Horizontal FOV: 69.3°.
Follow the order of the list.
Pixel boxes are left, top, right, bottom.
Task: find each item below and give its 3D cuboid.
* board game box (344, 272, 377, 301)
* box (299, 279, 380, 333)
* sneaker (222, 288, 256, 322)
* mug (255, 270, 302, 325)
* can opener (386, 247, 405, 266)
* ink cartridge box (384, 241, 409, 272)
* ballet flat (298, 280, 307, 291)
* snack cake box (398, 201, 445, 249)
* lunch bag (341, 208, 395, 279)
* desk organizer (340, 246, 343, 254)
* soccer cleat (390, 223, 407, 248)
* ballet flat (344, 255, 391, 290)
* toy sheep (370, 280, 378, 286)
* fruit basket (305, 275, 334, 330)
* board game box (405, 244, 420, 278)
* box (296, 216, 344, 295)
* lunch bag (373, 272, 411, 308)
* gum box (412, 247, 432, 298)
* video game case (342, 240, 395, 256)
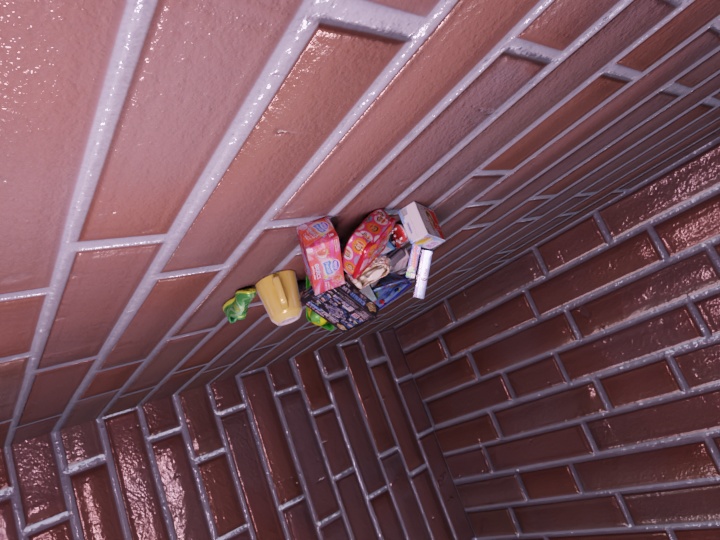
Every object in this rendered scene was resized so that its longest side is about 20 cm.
[{"bbox_3d":[-0.039,0.053,1.707,0.133,0.028,0.202,-25,130,4],"label":"board game box"},{"bbox_3d":[-0.069,0.107,1.666,0.197,0.199,0.050,-31,-153,51],"label":"box"},{"bbox_3d":[-0.404,0.120,1.782,0.073,0.085,0.199,-10,161,-41],"label":"sneaker"},{"bbox_3d":[-0.276,0.100,1.767,0.147,0.156,0.186,-26,166,20],"label":"mug"},{"bbox_3d":[0.074,-0.018,1.876,0.198,0.067,0.053,-36,-150,-1],"label":"can opener"},{"bbox_3d":[0.077,-0.033,1.991,0.195,0.087,0.148,-19,166,-8],"label":"ink cartridge box"},{"bbox_3d":[-0.187,0.061,1.973,0.196,0.058,0.066,-14,165,-34],"label":"ballet flat"},{"bbox_3d":[0.204,-0.145,1.706,0.066,0.117,0.199,-28,165,22],"label":"snack cake box"},{"bbox_3d":[0.018,-0.072,1.562,0.200,0.081,0.178,-47,167,-41],"label":"lunch bag"},{"bbox_3d":[-0.116,-0.039,1.680,0.075,0.073,0.200,-21,167,-17],"label":"desk organizer"},{"bbox_3d":[0.151,-0.129,1.799,0.084,0.070,0.200,-30,170,-4],"label":"soccer cleat"},{"bbox_3d":[0.010,0.020,1.635,0.198,0.076,0.064,-33,-156,10],"label":"ballet flat"},{"bbox_3d":[0.000,0.000,1.774,0.135,0.140,0.201,-24,145,7],"label":"toy sheep"},{"bbox_3d":[-0.147,0.123,1.888,0.153,0.221,0.214,19,-171,29],"label":"fruit basket"},{"bbox_3d":[0.195,-0.058,1.873,0.034,0.139,0.200,12,-168,5],"label":"board game box"},{"bbox_3d":[-0.111,-0.040,1.479,0.098,0.096,0.202,-20,141,-12],"label":"box"},{"bbox_3d":[0.087,0.061,1.930,0.197,0.096,0.150,-29,-164,-12],"label":"lunch bag"},{"bbox_3d":[0.228,-0.010,1.890,0.043,0.174,0.200,11,-166,6],"label":"gum box"},{"bbox_3d":[0.009,-0.066,1.818,0.197,0.018,0.143,-27,149,15],"label":"video game case"}]
